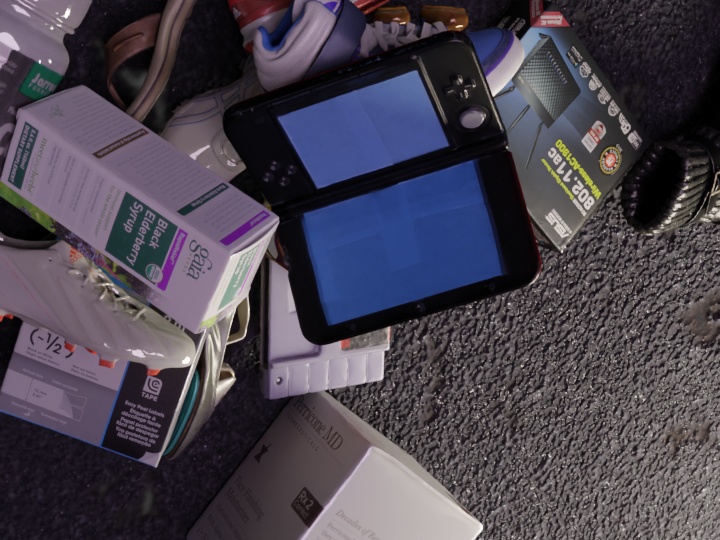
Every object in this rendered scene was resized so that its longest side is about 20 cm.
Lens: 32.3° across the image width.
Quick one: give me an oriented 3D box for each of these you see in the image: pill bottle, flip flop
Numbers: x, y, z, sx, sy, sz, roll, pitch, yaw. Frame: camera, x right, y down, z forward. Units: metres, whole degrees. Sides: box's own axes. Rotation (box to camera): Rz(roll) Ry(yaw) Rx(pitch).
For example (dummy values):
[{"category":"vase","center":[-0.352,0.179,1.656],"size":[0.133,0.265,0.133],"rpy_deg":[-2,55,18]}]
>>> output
[{"category":"pill bottle","center":[-0.294,-0.147,0.949],"size":[0.113,0.113,0.201],"rpy_deg":[29,95,-30]},{"category":"flip flop","center":[-0.175,-0.190,1.018],"size":[0.057,0.081,0.202],"rpy_deg":[22,96,-12]}]

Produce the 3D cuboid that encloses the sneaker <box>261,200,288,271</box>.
[{"category":"sneaker","center":[0.000,0.000,1.089],"size":[0.199,0.090,0.076],"rpy_deg":[21,94,-33]}]

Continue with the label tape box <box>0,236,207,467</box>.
[{"category":"label tape box","center":[-0.197,0.040,1.019],"size":[0.142,0.066,0.202],"rpy_deg":[20,103,-3]}]

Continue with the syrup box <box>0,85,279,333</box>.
[{"category":"syrup box","center":[-0.169,-0.049,0.944],"size":[0.081,0.199,0.079],"rpy_deg":[-39,160,-55]}]

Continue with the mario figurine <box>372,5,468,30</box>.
[{"category":"mario figurine","center":[0.056,-0.124,1.070],"size":[0.106,0.122,0.202],"rpy_deg":[-31,123,-64]}]

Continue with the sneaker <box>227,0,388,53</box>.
[{"category":"sneaker","center":[-0.035,-0.268,1.054],"size":[0.199,0.078,0.116],"rpy_deg":[-29,97,-38]}]

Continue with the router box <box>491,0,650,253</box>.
[{"category":"router box","center":[0.172,-0.138,1.197],"size":[0.150,0.062,0.200],"rpy_deg":[-50,121,-8]}]

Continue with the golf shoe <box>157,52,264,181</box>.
[{"category":"golf shoe","center":[-0.096,-0.124,1.049],"size":[0.200,0.097,0.078],"rpy_deg":[-48,124,-12]}]

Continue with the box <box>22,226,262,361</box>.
[{"category":"box","center":[-0.194,0.020,1.100],"size":[0.143,0.036,0.201],"rpy_deg":[-38,120,-10]}]

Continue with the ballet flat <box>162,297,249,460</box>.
[{"category":"ballet flat","center":[-0.133,0.073,1.091],"size":[0.063,0.067,0.202],"rpy_deg":[4,106,-35]}]

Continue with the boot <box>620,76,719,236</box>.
[{"category":"boot","center":[0.354,-0.137,1.267],"size":[0.157,0.079,0.213],"rpy_deg":[-2,109,-37]}]

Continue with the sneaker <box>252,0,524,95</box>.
[{"category":"sneaker","center":[0.014,-0.178,0.969],"size":[0.199,0.081,0.147],"rpy_deg":[-26,121,9]}]

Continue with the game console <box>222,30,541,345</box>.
[{"category":"game console","center":[0.016,-0.058,0.936],"size":[0.198,0.119,0.173],"rpy_deg":[-17,140,12]}]

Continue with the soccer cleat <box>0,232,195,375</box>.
[{"category":"soccer cleat","center":[-0.216,0.019,0.953],"size":[0.198,0.069,0.078],"rpy_deg":[21,96,1]}]

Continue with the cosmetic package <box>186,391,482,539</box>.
[{"category":"cosmetic package","center":[-0.028,0.249,1.183],"size":[0.165,0.165,0.201],"rpy_deg":[38,88,-30]}]

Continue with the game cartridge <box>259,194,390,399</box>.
[{"category":"game cartridge","center":[-0.030,0.014,1.148],"size":[0.128,0.038,0.202],"rpy_deg":[-6,108,-24]}]
